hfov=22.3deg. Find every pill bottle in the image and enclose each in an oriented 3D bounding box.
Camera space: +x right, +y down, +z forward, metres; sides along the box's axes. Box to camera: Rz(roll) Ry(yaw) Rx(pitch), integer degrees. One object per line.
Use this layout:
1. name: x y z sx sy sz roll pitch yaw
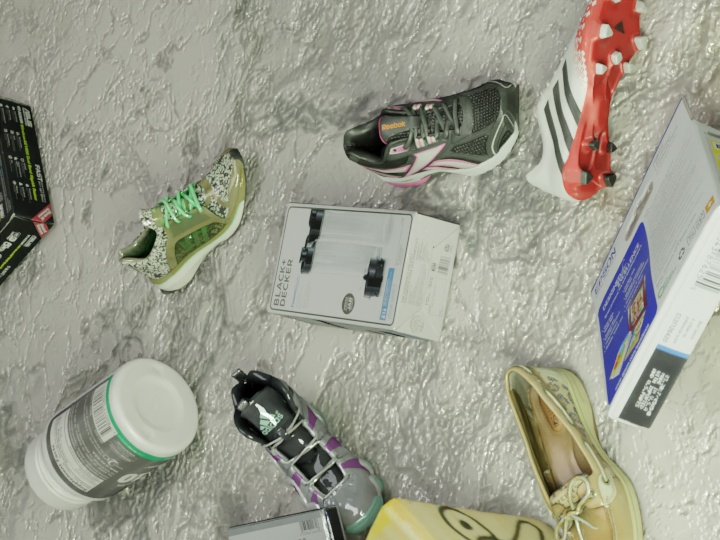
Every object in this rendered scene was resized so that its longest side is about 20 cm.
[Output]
1. pill bottle: -0.277 0.184 2.002 0.200 0.113 0.114 -34 56 40

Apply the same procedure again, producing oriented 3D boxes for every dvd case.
1. dvd case: -0.052 0.330 1.718 0.150 0.025 0.201 -19 83 46

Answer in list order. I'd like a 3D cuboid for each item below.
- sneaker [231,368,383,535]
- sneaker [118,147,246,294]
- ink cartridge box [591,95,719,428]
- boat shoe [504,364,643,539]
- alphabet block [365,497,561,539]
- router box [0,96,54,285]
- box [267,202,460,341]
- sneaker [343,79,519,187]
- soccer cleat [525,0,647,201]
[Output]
1. sneaker: -0.067 0.162 1.727 0.078 0.140 0.200 -47 43 -2
2. sneaker: -0.195 -0.056 1.991 0.200 0.088 0.077 -52 45 27
3. ink cartridge box: 0.243 -0.009 1.439 0.200 0.047 0.199 -81 11 -62
4. boat shoe: 0.171 0.167 1.511 0.073 0.062 0.201 -47 48 30
5. alphabet block: 0.098 0.323 1.455 0.200 0.195 0.197 44 111 47
6. router box: -0.470 -0.100 2.353 0.150 0.062 0.201 -42 51 35
7. box: 0.000 0.000 1.765 0.199 0.060 0.118 8 86 51
8. sneaker: 0.062 -0.125 1.706 0.199 0.086 0.081 -24 64 44
9. soccer cleat: 0.190 -0.160 1.579 0.085 0.068 0.202 11 93 47
